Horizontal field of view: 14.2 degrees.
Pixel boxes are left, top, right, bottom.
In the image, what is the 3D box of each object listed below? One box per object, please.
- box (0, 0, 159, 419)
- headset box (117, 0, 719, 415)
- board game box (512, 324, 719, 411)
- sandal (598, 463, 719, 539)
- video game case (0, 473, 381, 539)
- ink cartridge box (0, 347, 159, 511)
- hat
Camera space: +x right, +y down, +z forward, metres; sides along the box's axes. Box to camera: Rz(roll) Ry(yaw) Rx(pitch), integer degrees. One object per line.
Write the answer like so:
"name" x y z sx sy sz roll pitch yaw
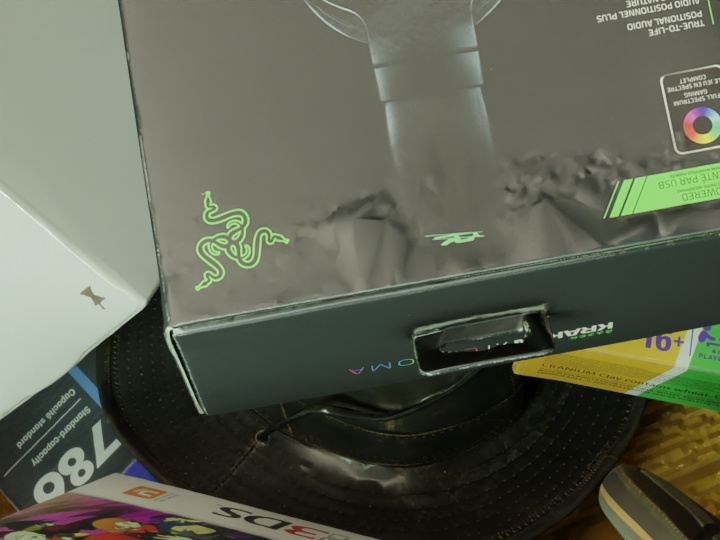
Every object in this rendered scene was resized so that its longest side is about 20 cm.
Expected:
"box" -0.091 -0.063 0.952 0.124 0.097 0.200 -35 19 49
"headset box" 0.019 -0.064 0.835 0.173 0.093 0.201 -9 72 0
"board game box" 0.137 -0.054 0.907 0.152 0.040 0.201 10 73 -3
"sandal" 0.111 0.134 0.780 0.054 0.082 0.201 -38 60 13
"video game case" -0.053 0.111 0.808 0.180 0.200 0.036 11 105 29
"ink cartridge box" -0.098 0.035 1.021 0.099 0.039 0.200 -46 56 -4
"hat" 0.000 0.000 0.939 0.199 0.081 0.202 -5 50 6
